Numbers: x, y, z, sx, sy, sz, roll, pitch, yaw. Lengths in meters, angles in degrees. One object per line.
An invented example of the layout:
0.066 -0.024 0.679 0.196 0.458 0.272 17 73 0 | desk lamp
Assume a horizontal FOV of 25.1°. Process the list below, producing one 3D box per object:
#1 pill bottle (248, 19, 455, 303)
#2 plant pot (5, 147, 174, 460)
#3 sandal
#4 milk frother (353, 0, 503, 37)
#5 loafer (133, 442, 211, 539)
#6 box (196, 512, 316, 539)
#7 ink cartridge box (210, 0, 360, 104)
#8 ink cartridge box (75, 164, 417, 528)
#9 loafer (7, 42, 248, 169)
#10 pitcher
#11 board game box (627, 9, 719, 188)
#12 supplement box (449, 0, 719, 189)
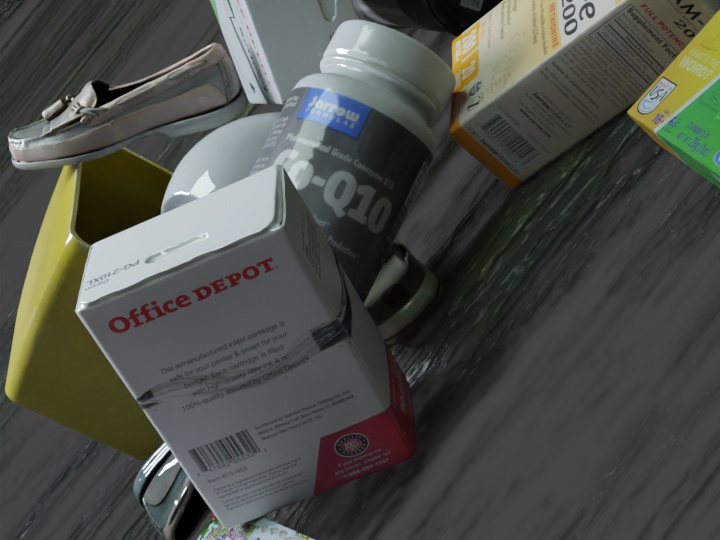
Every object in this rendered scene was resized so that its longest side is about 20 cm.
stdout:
-0.016 -0.067 1.145 0.114 0.114 0.200 4 66 61 | pill bottle
-0.192 0.034 1.353 0.177 0.200 0.200 -53 22 22 | plant pot
0.001 -0.001 1.209 0.080 0.057 0.201 -53 22 -6 | sandal
0.066 -0.311 1.378 0.200 0.180 0.188 -58 25 -2 | milk frother
-0.090 0.121 1.208 0.200 0.072 0.063 -51 43 16 | loafer
-0.073 0.230 1.039 0.137 0.039 0.200 -56 25 -14 | box
-0.067 -0.216 1.335 0.084 0.146 0.200 -22 9 -8 | ink cartridge box
-0.070 0.051 1.046 0.144 0.200 0.084 -22 31 12 | ink cartridge box
-0.193 -0.135 1.305 0.199 0.063 0.072 -13 29 6 | loafer
-0.082 -0.073 1.318 0.171 0.121 0.200 -3 28 45 | pitcher
0.267 -0.137 0.965 0.200 0.040 0.153 -48 24 6 | board game box
0.158 -0.167 1.154 0.200 0.073 0.126 -36 29 29 | supplement box
